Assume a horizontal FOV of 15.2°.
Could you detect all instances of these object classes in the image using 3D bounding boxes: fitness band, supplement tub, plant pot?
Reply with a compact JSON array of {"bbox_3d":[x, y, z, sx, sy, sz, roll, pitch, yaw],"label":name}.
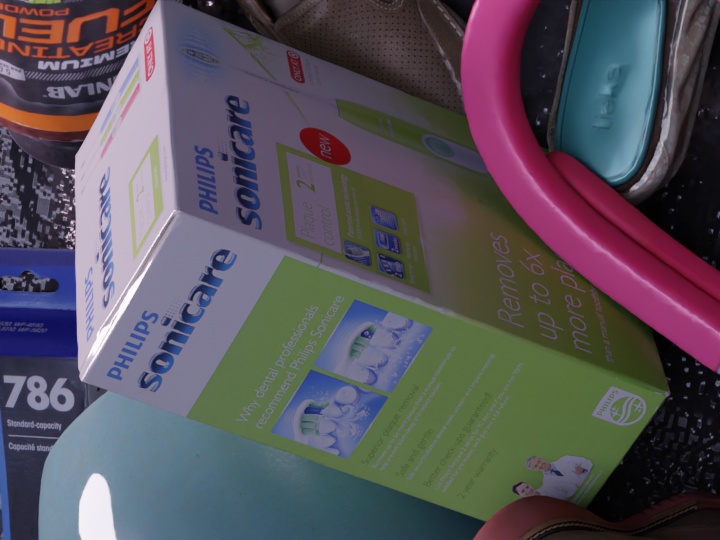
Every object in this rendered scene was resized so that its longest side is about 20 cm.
[{"bbox_3d":[0.126,-0.046,0.959,0.200,0.037,0.144,38,130,10],"label":"fitness band"},{"bbox_3d":[-0.118,-0.123,1.070,0.107,0.200,0.107,0,59,1],"label":"supplement tub"},{"bbox_3d":[-0.034,0.115,1.075,0.201,0.201,0.161,-41,70,24],"label":"plant pot"}]

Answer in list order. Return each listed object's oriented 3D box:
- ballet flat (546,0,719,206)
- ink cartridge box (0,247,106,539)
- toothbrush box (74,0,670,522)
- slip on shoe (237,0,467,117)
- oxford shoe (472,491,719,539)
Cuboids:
[{"bbox_3d":[0.114,-0.122,1.037,0.067,0.062,0.200,18,99,25],"label":"ballet flat"},{"bbox_3d":[-0.152,0.090,1.203,0.099,0.039,0.200,1,98,25],"label":"ink cartridge box"},{"bbox_3d":[0.000,0.000,1.006,0.200,0.146,0.086,20,121,-19],"label":"toothbrush box"},{"bbox_3d":[-0.009,-0.104,1.093,0.076,0.061,0.200,-35,83,25],"label":"slip on shoe"},{"bbox_3d":[0.118,0.128,0.996,0.075,0.200,0.071,32,108,37],"label":"oxford shoe"}]
